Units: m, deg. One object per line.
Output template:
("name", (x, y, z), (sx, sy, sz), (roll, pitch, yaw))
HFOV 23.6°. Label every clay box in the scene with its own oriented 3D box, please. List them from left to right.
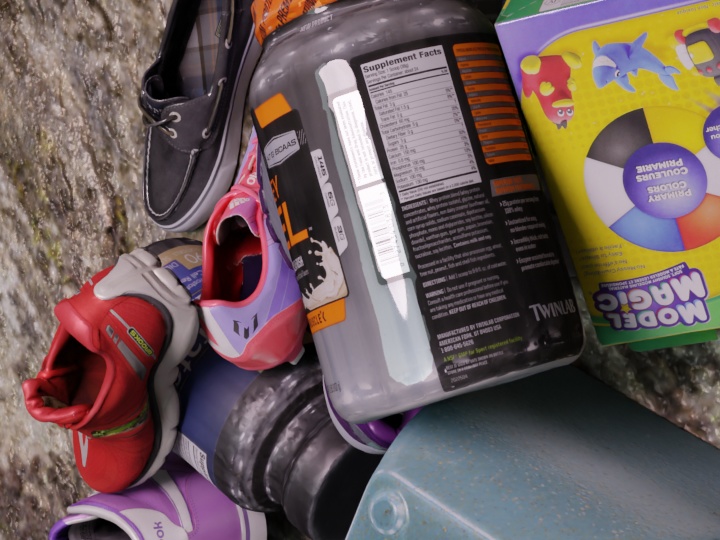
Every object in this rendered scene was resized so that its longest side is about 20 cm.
("clay box", (0.148, -0.044, 0.795), (0.114, 0.048, 0.201), (-11, 115, 24))

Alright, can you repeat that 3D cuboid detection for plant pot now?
("plant pot", (0.082, 0.168, 0.840), (0.195, 0.200, 0.197), (30, 103, 35))

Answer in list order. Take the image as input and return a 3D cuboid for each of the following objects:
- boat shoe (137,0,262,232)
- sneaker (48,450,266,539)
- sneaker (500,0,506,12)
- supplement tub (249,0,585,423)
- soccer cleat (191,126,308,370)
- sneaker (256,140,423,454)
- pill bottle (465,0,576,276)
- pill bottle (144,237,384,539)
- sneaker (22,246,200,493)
("boat shoe", (-0.107, -0.114, 1.074), (0.070, 0.066, 0.201), (40, 118, 30))
("sneaker", (-0.154, 0.147, 1.091), (0.200, 0.114, 0.073), (4, 100, 60))
("sneaker", (0.114, -0.120, 0.832), (0.201, 0.081, 0.074), (63, 175, -8))
("supplement tub", (0.021, -0.040, 0.793), (0.122, 0.122, 0.201), (-21, 83, 40))
("soccer cleat", (-0.051, -0.038, 0.983), (0.066, 0.077, 0.201), (-7, 56, 26))
("sneaker", (0.000, 0.000, 0.903), (0.088, 0.074, 0.201), (-178, 70, -82))
("pill bottle", (0.065, -0.093, 0.900), (0.114, 0.114, 0.201), (-7, 91, 41))
("pill bottle", (-0.067, 0.073, 1.032), (0.200, 0.112, 0.112), (35, 116, 32))
("sneaker", (-0.151, 0.064, 0.960), (0.077, 0.085, 0.200), (45, 145, 23))
